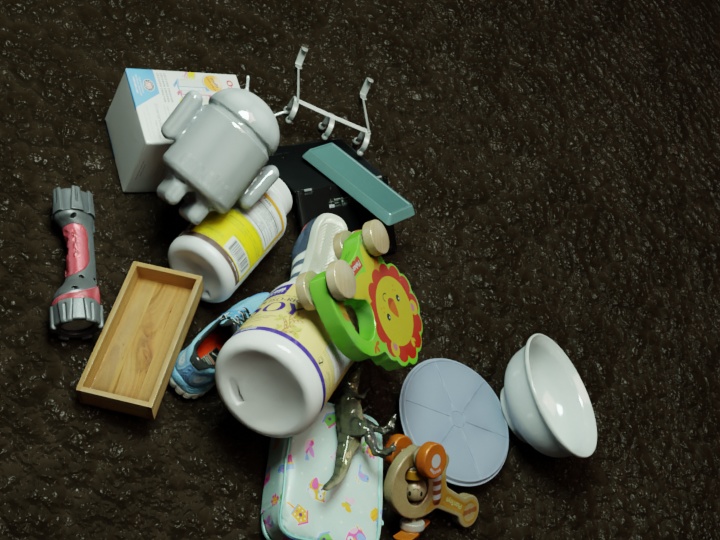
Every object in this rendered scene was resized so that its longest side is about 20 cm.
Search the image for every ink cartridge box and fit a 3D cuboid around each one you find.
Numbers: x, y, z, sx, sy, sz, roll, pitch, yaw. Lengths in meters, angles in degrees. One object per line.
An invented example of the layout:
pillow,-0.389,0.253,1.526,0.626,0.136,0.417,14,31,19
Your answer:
ink cartridge box,-0.252,-0.203,1.283,0.197,0.125,0.130,-6,65,-34

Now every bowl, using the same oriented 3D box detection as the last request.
bowl,0.282,0.210,1.377,0.200,0.090,0.204,38,37,-35

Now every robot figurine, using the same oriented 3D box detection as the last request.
robot figurine,-0.184,-0.158,1.165,0.169,0.113,0.201,42,82,-31

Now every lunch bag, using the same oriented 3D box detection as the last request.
lunch bag,-0.044,0.280,1.152,0.158,0.077,0.203,20,53,-23

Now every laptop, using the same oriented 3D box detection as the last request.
laptop,-0.055,-0.112,1.431,0.185,0.115,0.204,-14,99,-37

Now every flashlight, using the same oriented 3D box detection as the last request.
flashlight,-0.372,-0.014,1.130,0.067,0.068,0.203,-3,64,-21

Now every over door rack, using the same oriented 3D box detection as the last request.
over door rack,-0.053,-0.284,1.504,0.146,0.067,0.202,22,39,-16

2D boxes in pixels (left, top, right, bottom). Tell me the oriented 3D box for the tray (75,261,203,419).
tray,-0.279,0.086,1.127,0.097,0.037,0.202,12,54,3

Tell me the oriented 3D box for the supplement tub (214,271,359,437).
supplement tub,-0.084,0.101,1.127,0.145,0.146,0.200,42,34,-3

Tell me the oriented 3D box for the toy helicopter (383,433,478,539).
toy helicopter,0.100,0.319,1.209,0.199,0.078,0.134,36,67,-39

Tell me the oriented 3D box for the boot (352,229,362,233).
boot,0.000,0.000,1.277,0.074,0.200,0.109,-9,103,1

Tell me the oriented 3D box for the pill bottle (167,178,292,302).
pill bottle,-0.178,-0.055,1.250,0.109,0.109,0.201,40,48,-4

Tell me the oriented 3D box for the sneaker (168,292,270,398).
sneaker,-0.169,0.092,1.178,0.078,0.090,0.200,45,47,0

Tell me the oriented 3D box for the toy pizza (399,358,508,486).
toy pizza,0.140,0.231,1.331,0.197,0.032,0.203,16,54,-23

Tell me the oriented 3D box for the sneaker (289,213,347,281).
sneaker,-0.079,0.015,1.296,0.074,0.084,0.203,26,79,-26

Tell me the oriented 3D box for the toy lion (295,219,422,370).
toy lion,0.016,0.049,1.126,0.194,0.068,0.200,63,30,-14

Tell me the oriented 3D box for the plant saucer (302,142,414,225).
plant saucer,-0.002,-0.141,1.382,0.199,0.019,0.069,41,41,24

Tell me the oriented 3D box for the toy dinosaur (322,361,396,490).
toy dinosaur,0.003,0.210,1.145,0.086,0.048,0.202,13,46,-5
